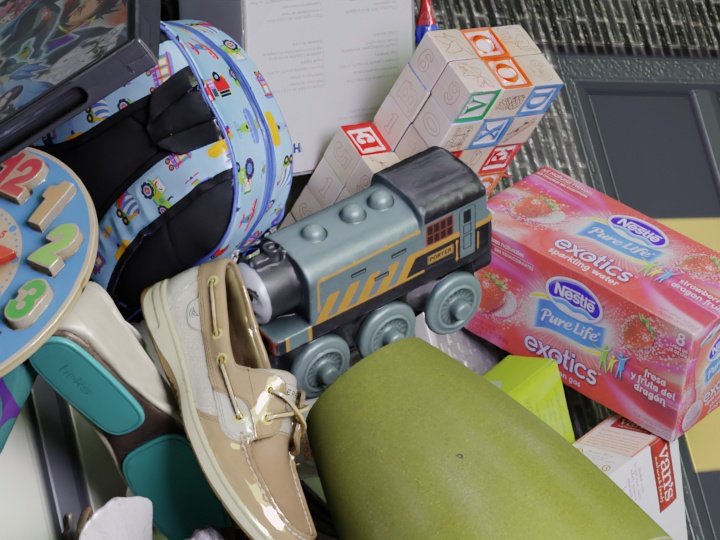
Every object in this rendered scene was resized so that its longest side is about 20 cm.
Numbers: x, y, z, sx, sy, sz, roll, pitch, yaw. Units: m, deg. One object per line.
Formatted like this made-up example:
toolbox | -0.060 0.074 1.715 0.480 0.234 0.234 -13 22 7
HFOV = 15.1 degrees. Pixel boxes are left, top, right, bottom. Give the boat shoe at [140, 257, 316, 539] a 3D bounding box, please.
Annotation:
boat shoe | -0.069 0.080 1.635 0.200 0.066 0.074 64 14 22

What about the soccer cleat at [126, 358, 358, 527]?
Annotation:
soccer cleat | -0.059 0.111 1.747 0.200 0.077 0.070 -26 126 -32

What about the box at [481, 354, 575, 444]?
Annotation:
box | 0.073 0.155 1.837 0.200 0.048 0.122 -34 117 -42

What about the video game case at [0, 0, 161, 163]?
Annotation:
video game case | -0.201 -0.134 1.667 0.026 0.180 0.200 52 17 -28

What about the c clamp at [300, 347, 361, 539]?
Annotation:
c clamp | 0.016 0.117 1.854 0.171 0.027 0.200 50 49 -4

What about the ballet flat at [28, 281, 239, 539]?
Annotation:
ballet flat | -0.129 0.088 1.663 0.200 0.069 0.070 56 45 -26

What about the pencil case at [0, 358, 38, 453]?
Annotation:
pencil case | -0.251 0.084 1.627 0.085 0.092 0.200 44 47 -26

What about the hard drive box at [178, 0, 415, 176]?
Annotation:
hard drive box | -0.043 -0.170 1.861 0.156 0.077 0.201 -10 103 -40

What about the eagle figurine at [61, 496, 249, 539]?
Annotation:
eagle figurine | -0.104 0.223 1.637 0.200 0.152 0.151 31 17 8

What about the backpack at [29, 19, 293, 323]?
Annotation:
backpack | -0.120 -0.079 1.733 0.134 0.200 0.183 -20 80 -41

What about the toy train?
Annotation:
toy train | 0.000 0.000 1.752 0.200 0.114 0.085 -25 44 -25

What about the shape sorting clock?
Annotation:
shape sorting clock | -0.250 0.000 1.619 0.039 0.199 0.200 68 35 -43

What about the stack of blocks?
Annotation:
stack of blocks | 0.037 -0.073 1.842 0.115 0.200 0.059 -10 55 -40

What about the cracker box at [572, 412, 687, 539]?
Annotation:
cracker box | 0.147 0.200 1.848 0.200 0.058 0.134 -32 122 -44

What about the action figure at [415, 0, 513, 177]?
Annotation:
action figure | 0.056 -0.122 1.961 0.099 0.065 0.201 -20 108 -59

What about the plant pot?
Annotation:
plant pot | 0.058 0.146 1.670 0.187 0.187 0.200 -21 65 -41

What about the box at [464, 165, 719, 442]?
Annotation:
box | 0.173 0.020 1.908 0.200 0.095 0.103 30 40 30
